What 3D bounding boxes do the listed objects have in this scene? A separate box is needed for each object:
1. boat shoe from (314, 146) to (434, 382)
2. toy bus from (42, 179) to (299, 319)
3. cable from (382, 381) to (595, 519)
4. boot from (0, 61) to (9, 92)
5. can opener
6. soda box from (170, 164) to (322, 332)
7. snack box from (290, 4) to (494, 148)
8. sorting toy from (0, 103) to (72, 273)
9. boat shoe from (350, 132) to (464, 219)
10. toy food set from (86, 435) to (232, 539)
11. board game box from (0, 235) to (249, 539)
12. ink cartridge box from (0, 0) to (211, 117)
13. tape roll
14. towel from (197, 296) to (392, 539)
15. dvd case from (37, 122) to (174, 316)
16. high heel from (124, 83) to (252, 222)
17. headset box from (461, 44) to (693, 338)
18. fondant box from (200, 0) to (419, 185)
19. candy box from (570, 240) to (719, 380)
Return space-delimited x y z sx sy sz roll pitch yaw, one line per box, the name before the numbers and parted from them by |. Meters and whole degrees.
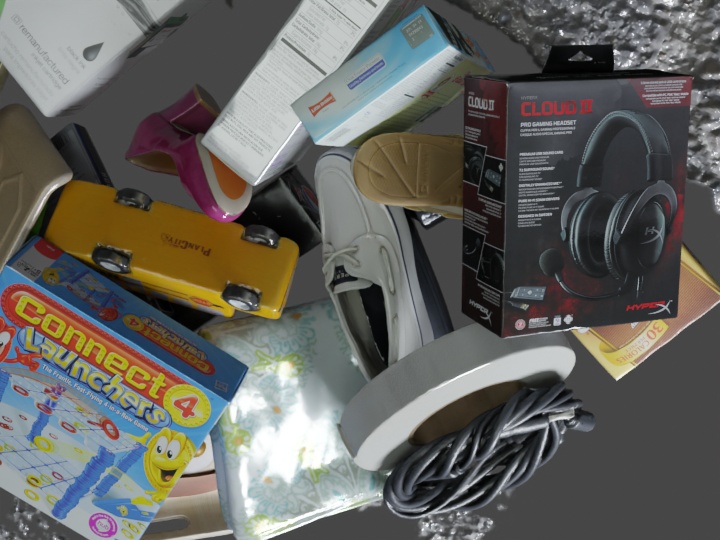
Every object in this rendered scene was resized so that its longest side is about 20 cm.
boat shoe | 0.000 0.000 0.866 0.072 0.066 0.201 -6 104 37
toy bus | -0.152 -0.012 0.865 0.199 0.078 0.065 16 70 2
cable | 0.102 0.162 0.907 0.200 0.163 0.051 -33 67 17
boot | -0.343 -0.121 0.896 0.073 0.200 0.156 23 107 -30
can opener | 0.046 -0.009 0.915 0.078 0.063 0.201 -11 103 20
soda box | -0.120 -0.007 0.944 0.200 0.063 0.071 -34 97 17
snack box | 0.032 -0.140 0.811 0.116 0.200 0.037 -34 86 16
sorting toy | -0.321 -0.031 0.912 0.036 0.185 0.200 29 99 -39
boat shoe | 0.088 -0.075 0.835 0.199 0.069 0.074 9 98 -13
toy food set | -0.174 0.162 0.953 0.143 0.060 0.201 -4 121 -19
board game box | -0.224 0.107 0.856 0.200 0.056 0.196 32 117 -5
ink cartridge box | -0.217 -0.246 0.877 0.200 0.084 0.146 -38 97 10
tape roll | 0.080 0.102 0.875 0.203 0.203 0.037 -34 65 16
towel | -0.047 0.126 0.927 0.171 0.048 0.201 -14 108 -26
dvd case | -0.266 -0.008 0.948 0.150 0.025 0.200 -34 72 17
high heel | -0.150 -0.078 0.870 0.096 0.200 0.067 -40 131 12
headset box | 0.155 -0.062 0.776 0.148 0.077 0.201 -5 105 -18
fondant box | -0.029 -0.170 0.843 0.058 0.144 0.200 40 107 -1
candy box | 0.194 -0.022 0.891 0.117 0.056 0.200 -42 96 17
